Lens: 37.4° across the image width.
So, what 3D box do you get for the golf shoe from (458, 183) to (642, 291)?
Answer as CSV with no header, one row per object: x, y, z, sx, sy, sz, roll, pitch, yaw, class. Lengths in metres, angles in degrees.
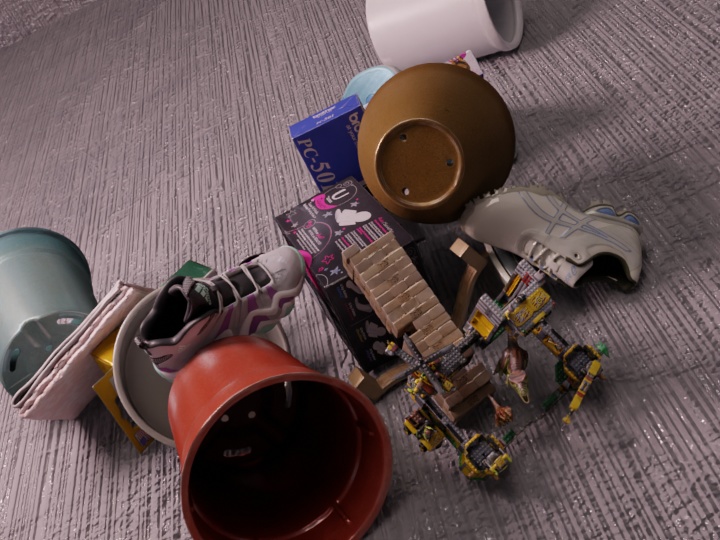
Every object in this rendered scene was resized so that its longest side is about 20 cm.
0.202,-0.029,1.108,0.199,0.079,0.098,6,49,-6,golf shoe

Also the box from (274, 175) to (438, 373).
0.000,0.000,1.232,0.114,0.133,0.200,-28,32,-6,box

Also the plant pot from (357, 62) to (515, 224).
0.072,-0.127,1.156,0.185,0.187,0.200,-20,9,14,plant pot

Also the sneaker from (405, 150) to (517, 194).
0.104,-0.161,1.425,0.199,0.082,0.074,-19,32,16,sneaker

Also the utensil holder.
0.132,-0.403,1.671,0.199,0.170,0.170,-12,35,30,utensil holder

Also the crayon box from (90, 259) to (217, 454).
-0.233,0.101,1.271,0.051,0.126,0.200,19,55,39,crayon box

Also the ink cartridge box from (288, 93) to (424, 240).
-0.003,-0.109,1.322,0.094,0.201,0.044,-25,30,5,ink cartridge box

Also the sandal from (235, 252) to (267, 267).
-0.153,0.023,1.397,0.200,0.048,0.075,-37,33,-12,sandal

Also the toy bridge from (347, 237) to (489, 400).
0.073,0.058,1.143,0.200,0.067,0.027,-51,32,4,toy bridge

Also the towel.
-0.320,0.098,1.293,0.200,0.032,0.191,-49,-8,-3,towel

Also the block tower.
0.058,0.053,1.071,0.058,0.054,0.200,-34,76,-9,block tower

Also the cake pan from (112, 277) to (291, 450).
-0.177,0.108,1.194,0.200,0.200,0.037,-46,-4,-26,cake pan

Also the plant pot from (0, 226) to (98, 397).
-0.429,0.072,1.425,0.200,0.201,0.196,-35,40,-11,plant pot

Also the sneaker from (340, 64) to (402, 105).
0.035,-0.227,1.502,0.130,0.080,0.200,-18,-15,-38,sneaker

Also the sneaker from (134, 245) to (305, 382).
-0.147,0.028,1.109,0.200,0.140,0.078,-43,64,-9,sneaker

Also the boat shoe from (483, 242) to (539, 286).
0.175,-0.023,1.186,0.062,0.073,0.200,-27,27,9,boat shoe

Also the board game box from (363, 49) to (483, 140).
0.071,-0.197,1.424,0.199,0.041,0.200,-27,-13,3,board game box

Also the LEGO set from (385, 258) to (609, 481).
0.132,0.089,0.969,0.199,0.116,0.154,-31,75,-14,LEGO set

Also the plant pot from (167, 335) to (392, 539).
-0.097,0.161,1.040,0.200,0.201,0.195,-34,25,-9,plant pot
